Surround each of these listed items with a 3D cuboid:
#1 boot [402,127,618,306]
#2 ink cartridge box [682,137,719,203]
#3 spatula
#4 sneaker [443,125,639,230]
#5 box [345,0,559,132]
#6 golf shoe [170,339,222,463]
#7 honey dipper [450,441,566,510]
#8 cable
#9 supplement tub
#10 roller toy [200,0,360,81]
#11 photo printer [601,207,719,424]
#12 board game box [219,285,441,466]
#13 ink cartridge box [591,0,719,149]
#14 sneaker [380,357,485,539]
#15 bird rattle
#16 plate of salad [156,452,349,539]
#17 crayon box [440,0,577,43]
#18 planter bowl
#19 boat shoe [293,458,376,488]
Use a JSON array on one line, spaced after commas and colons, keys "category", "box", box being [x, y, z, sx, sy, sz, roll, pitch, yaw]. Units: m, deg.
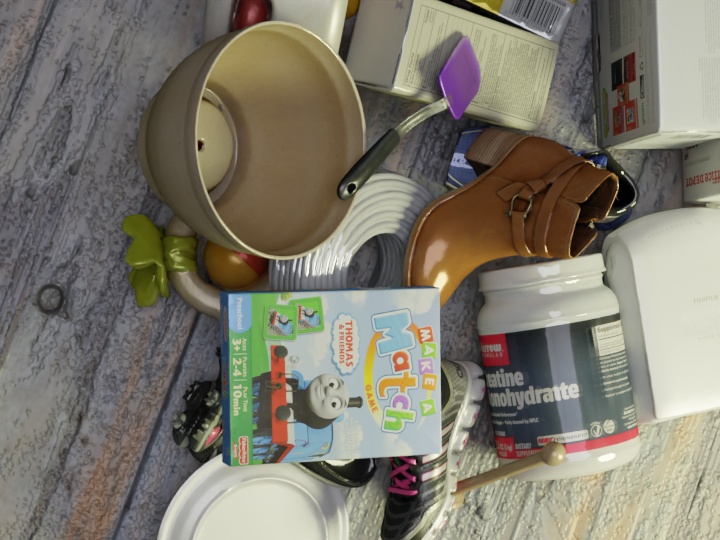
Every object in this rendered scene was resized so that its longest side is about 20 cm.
[{"category": "boot", "box": [0.138, -0.030, 1.472, 0.201, 0.155, 0.077, -56, 140, -11]}, {"category": "ink cartridge box", "box": [0.375, -0.169, 1.573, 0.083, 0.145, 0.202, -2, 88, -7]}, {"category": "spatula", "box": [0.046, -0.130, 1.432, 0.200, 0.020, 0.057, -44, 130, -20]}, {"category": "sneaker", "box": [0.189, -0.097, 1.558, 0.197, 0.115, 0.081, 15, 85, -7]}, {"category": "box", "box": [0.088, -0.198, 1.514, 0.199, 0.077, 0.096, 12, 94, -41]}, {"category": "golf shoe", "box": [-0.100, 0.100, 1.542, 0.088, 0.077, 0.201, 38, 80, -31]}, {"category": "honey dipper", "box": [0.119, 0.194, 1.503, 0.038, 0.199, 0.038, 17, 61, -32]}, {"category": "cable", "box": [0.000, 0.000, 1.508, 0.200, 0.069, 0.201, 41, 73, -41]}, {"category": "supplement tub", "box": [0.188, 0.092, 1.538, 0.139, 0.140, 0.202, -9, 89, -8]}, {"category": "roller toy", "box": [-0.069, -0.258, 1.489, 0.138, 0.182, 0.202, 11, 85, -3]}, {"category": "photo printer", "box": [0.325, 0.040, 1.584, 0.165, 0.069, 0.202, -8, 89, -23]}, {"category": "board game box", "box": [-0.025, 0.092, 1.426, 0.198, 0.037, 0.153, -2, 92, -19]}, {"category": "ink cartridge box", "box": [0.290, -0.223, 1.550, 0.083, 0.175, 0.202, -1, 89, -12]}, {"category": "sneaker", "box": [0.049, 0.169, 1.511, 0.087, 0.073, 0.202, 27, 77, -32]}, {"category": "bird rattle", "box": [-0.131, -0.034, 1.521, 0.163, 0.113, 0.200, 43, 71, 3]}, {"category": "plate of salad", "box": [-0.105, 0.259, 1.531, 0.198, 0.048, 0.202, -6, 105, -24]}, {"category": "crayon box", "box": [0.176, -0.336, 1.598, 0.126, 0.051, 0.202, 25, 85, -7]}, {"category": "planter bowl", "box": [-0.110, -0.112, 1.400, 0.199, 0.134, 0.203, -3, 94, -46]}, {"category": "boat shoe", "box": [-0.048, 0.136, 1.488, 0.072, 0.067, 0.200, -49, 116, -20]}]
